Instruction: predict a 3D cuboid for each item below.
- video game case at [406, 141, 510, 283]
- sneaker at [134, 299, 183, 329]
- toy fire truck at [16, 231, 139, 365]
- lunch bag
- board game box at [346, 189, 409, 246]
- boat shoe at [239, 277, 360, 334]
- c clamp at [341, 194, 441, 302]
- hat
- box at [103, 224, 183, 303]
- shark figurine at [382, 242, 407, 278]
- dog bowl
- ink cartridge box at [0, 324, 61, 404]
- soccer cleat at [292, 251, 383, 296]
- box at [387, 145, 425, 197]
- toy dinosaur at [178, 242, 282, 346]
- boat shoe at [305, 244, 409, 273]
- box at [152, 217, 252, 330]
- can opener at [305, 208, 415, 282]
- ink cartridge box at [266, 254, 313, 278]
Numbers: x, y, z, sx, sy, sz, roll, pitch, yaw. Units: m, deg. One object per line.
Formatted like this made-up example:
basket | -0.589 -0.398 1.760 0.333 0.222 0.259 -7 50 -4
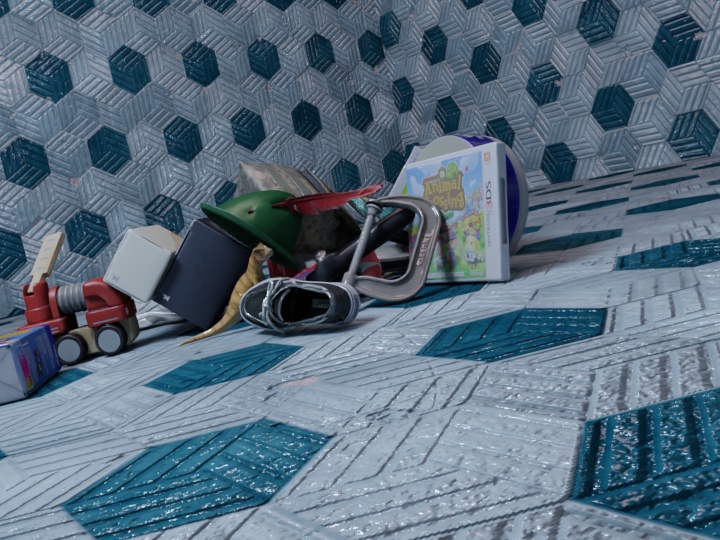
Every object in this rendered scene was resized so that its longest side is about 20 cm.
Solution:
video game case | 0.135 -0.076 1.051 0.022 0.186 0.199 -1 -2 -34
sneaker | -0.363 0.047 1.362 0.196 0.101 0.078 -13 6 0
toy fire truck | -0.458 0.038 1.167 0.172 0.204 0.129 -13 6 -1
lunch bag | -0.106 -0.111 1.293 0.197 0.119 0.164 0 33 -34
board game box | 0.080 -0.077 1.261 0.198 0.028 0.135 13 23 -45
boat shoe | -0.096 0.047 0.945 0.196 0.075 0.068 4 0 37
c clamp | 0.023 -0.033 1.036 0.168 0.203 0.027 15 -26 19
hat | -0.114 -0.115 1.096 0.199 0.178 0.165 36 -11 -30
box | -0.347 -0.015 1.209 0.077 0.096 0.200 29 4 -6
shark figurine | 0.046 -0.032 1.304 0.212 0.091 0.127 -5 8 40
dog bowl | 0.157 -0.103 1.108 0.078 0.205 0.199 -3 0 -35
ink cartridge box | -0.506 0.134 1.010 0.134 0.078 0.200 -13 5 -7
soccer cleat | -0.062 0.014 1.156 0.196 0.075 0.068 -12 6 8
box | 0.159 -0.120 1.267 0.198 0.114 0.101 31 14 6
toy dinosaur | -0.167 0.047 1.059 0.202 0.105 0.061 -56 11 17
boat shoe | 0.000 0.000 1.219 0.196 0.062 0.074 -7 14 21
box | -0.254 -0.001 1.229 0.103 0.150 0.200 29 4 -6
can opener | 0.001 -0.032 1.097 0.199 0.079 0.063 -42 19 -7
ink cartridge box | -0.115 -0.022 1.389 0.066 0.119 0.198 -6 8 41
